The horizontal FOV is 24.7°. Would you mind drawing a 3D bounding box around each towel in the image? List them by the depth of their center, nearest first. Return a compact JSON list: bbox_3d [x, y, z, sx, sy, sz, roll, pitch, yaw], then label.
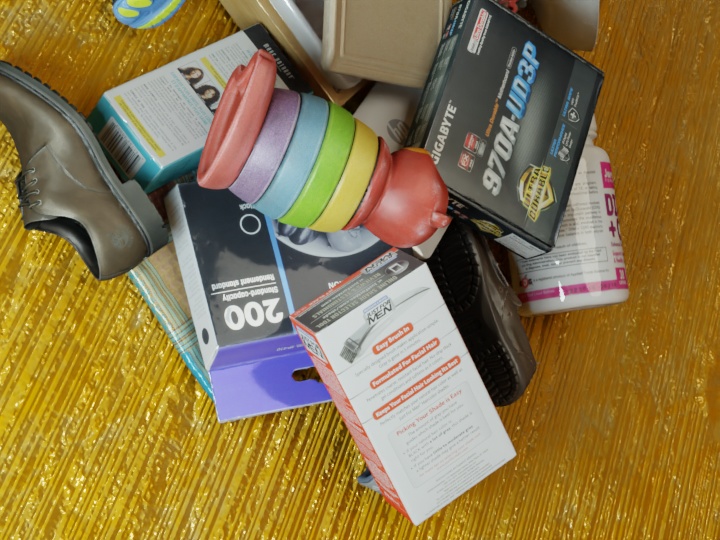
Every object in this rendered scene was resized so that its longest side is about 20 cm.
[{"bbox_3d":[-0.120,0.012,1.394,0.147,0.022,0.200,-40,100,-44],"label":"towel"}]

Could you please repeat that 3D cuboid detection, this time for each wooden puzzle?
[{"bbox_3d":[0.023,-0.261,1.480,0.200,0.037,0.185,3,89,-54],"label":"wooden puzzle"}]

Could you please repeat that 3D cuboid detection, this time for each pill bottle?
[{"bbox_3d":[0.196,-0.060,1.622,0.113,0.113,0.200,-4,85,-43],"label":"pill bottle"}]

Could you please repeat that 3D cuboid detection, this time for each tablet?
[{"bbox_3d":[0.049,-0.111,1.511,0.130,0.014,0.200,40,47,-8],"label":"tablet"}]

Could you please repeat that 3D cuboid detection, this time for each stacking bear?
[{"bbox_3d":[-0.021,-0.083,1.335,0.200,0.121,0.114,22,81,-15],"label":"stacking bear"}]

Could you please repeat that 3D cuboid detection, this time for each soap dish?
[{"bbox_3d":[-0.052,-0.260,1.525,0.200,0.081,0.157,53,47,-12],"label":"soap dish"}]

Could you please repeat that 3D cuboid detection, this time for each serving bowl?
[{"bbox_3d":[0.208,-0.331,1.745,0.066,0.200,0.201,-4,70,2],"label":"serving bowl"}]

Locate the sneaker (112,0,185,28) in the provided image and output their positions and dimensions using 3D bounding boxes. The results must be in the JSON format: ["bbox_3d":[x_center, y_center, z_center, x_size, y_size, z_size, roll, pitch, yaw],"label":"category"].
[{"bbox_3d":[-0.145,-0.291,1.383,0.071,0.200,0.083,18,40,-53],"label":"sneaker"}]

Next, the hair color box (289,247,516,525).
[{"bbox_3d":[0.037,0.096,1.360,0.111,0.064,0.200,-33,115,-15],"label":"hair color box"}]

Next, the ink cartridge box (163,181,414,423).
[{"bbox_3d":[-0.046,0.012,1.377,0.198,0.043,0.200,-10,78,-24],"label":"ink cartridge box"}]

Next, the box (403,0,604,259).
[{"bbox_3d":[0.130,-0.133,1.511,0.159,0.046,0.200,30,65,-22],"label":"box"}]

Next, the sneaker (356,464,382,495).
[{"bbox_3d":[0.039,0.109,1.454,0.081,0.074,0.200,15,67,-36],"label":"sneaker"}]

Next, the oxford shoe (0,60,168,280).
[{"bbox_3d":[-0.243,-0.078,1.289,0.084,0.073,0.200,-40,92,-25],"label":"oxford shoe"}]

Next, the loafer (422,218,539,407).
[{"bbox_3d":[0.108,0.029,1.542,0.071,0.073,0.200,-16,86,-57],"label":"loafer"}]

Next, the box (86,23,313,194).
[{"bbox_3d":[-0.137,-0.140,1.412,0.082,0.049,0.200,52,45,6],"label":"box"}]

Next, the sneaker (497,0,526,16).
[{"bbox_3d":[0.123,-0.336,1.721,0.098,0.071,0.201,-5,95,-11],"label":"sneaker"}]
